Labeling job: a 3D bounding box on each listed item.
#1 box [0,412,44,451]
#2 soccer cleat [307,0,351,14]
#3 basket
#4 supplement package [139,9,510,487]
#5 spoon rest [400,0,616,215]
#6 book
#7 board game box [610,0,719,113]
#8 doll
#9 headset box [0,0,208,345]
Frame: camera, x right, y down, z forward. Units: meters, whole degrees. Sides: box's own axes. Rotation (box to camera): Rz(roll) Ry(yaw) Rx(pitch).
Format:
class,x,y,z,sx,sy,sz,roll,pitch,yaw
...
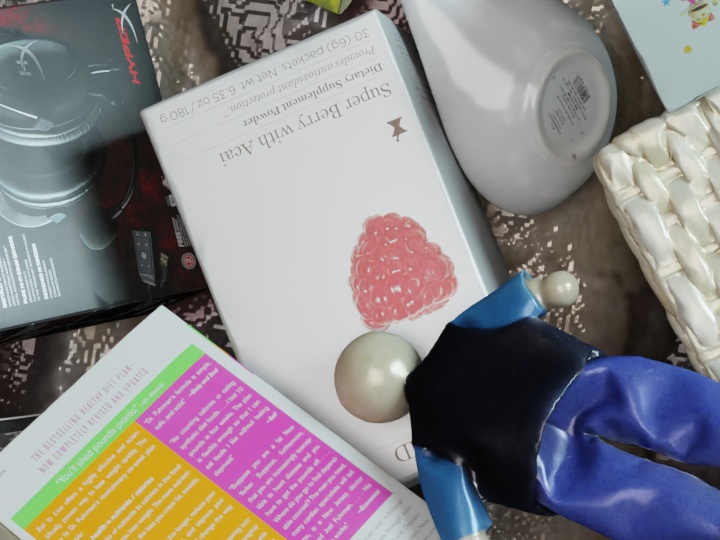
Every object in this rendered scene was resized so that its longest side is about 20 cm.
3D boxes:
class,x,y,z,sx,sy,sz,roll,pitch,yaw
box,-0.135,0.142,1.239,0.199,0.044,0.161,-8,63,-17
soccer cleat,-0.037,-0.161,1.347,0.199,0.065,0.084,-5,90,10
basket,0.228,-0.013,1.249,0.198,0.161,0.201,-28,82,9
supplement package,0.000,0.000,1.307,0.121,0.120,0.201,-23,85,8
spoon rest,0.058,-0.112,1.287,0.060,0.200,0.099,14,53,45
book,-0.050,0.118,1.202,0.200,0.048,0.134,37,62,16
board game box,0.173,-0.159,1.239,0.147,0.200,0.064,-26,114,8
doll,0.076,0.069,1.187,0.199,0.048,0.137,18,85,24
headset box,-0.186,-0.038,1.308,0.199,0.077,0.149,-11,84,-35
